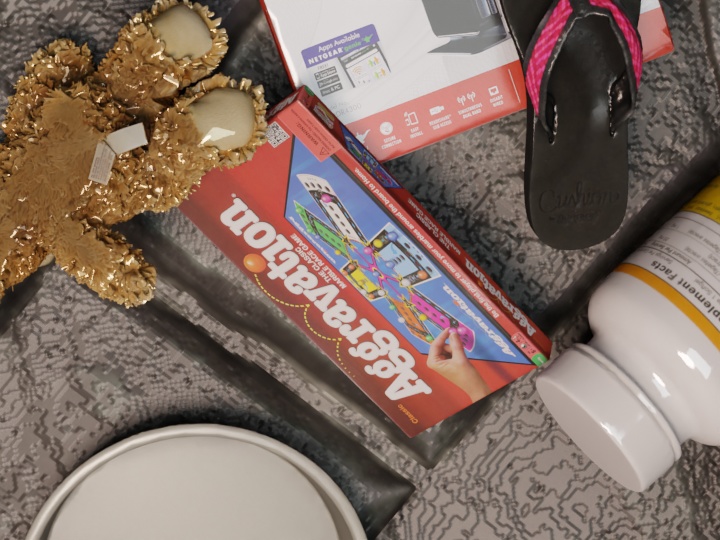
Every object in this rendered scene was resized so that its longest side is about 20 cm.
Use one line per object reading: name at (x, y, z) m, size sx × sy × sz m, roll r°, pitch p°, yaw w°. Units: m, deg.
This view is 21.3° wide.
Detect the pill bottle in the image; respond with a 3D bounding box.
pill bottle at (0.193, 0.022, 1.021) m, size 0.200 × 0.111 × 0.111 m, roll -41°, pitch 104°, yaw -10°

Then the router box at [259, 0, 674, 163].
router box at (0.042, -0.166, 1.011) m, size 0.200 × 0.049 × 0.180 m, roll -21°, pitch 104°, yaw -2°

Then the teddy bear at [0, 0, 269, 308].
teddy bear at (-0.136, -0.055, 0.990) m, size 0.145 × 0.067 × 0.200 m, roll 42°, pitch 100°, yaw 13°

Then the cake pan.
cake pan at (-0.092, 0.178, 1.074) m, size 0.200 × 0.037 × 0.201 m, roll -1°, pitch 102°, yaw -7°

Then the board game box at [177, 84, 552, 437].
board game box at (0.000, 0.000, 1.024) m, size 0.103 × 0.019 × 0.200 m, roll -32°, pitch 113°, yaw 33°

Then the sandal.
sandal at (0.114, -0.101, 0.984) m, size 0.075 × 0.045 × 0.200 m, roll -9°, pitch 112°, yaw -7°
